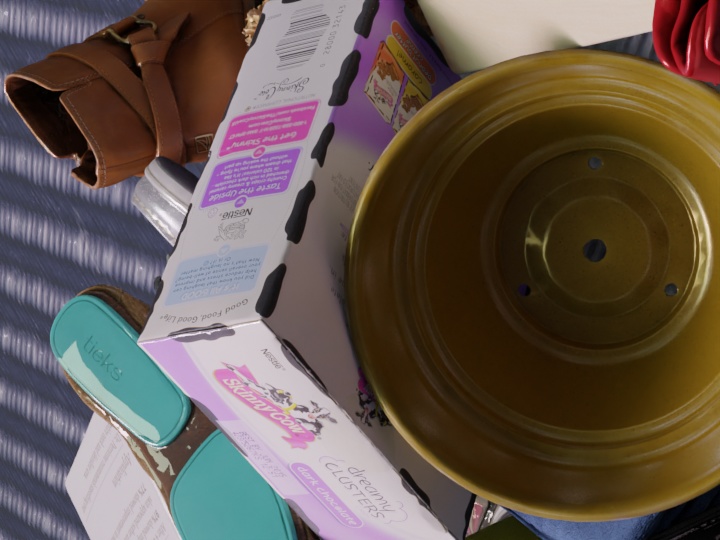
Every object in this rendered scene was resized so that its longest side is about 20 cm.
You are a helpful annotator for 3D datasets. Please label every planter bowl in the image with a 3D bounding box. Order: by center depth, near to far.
[{"bbox_3d":[0.097,-0.001,1.273,0.083,0.200,0.201,-55,-52,-75],"label":"planter bowl"}]

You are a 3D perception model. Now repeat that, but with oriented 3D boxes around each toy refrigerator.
[{"bbox_3d":[0.091,-0.138,1.242,0.076,0.070,0.200,63,159,-8],"label":"toy refrigerator"}]

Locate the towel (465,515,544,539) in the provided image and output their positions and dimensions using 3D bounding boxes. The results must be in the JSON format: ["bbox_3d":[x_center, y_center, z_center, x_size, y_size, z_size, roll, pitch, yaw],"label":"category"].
[{"bbox_3d":[0.075,0.143,1.360,0.086,0.199,0.018,38,142,50],"label":"towel"}]

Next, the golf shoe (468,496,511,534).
[{"bbox_3d":[0.083,0.173,1.478,0.092,0.072,0.201,36,122,50],"label":"golf shoe"}]

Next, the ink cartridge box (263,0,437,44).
[{"bbox_3d":[-0.010,-0.083,1.553,0.199,0.040,0.201,17,127,62],"label":"ink cartridge box"}]

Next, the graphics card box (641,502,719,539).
[{"bbox_3d":[0.182,0.122,1.199,0.200,0.125,0.051,-8,103,66],"label":"graphics card box"}]

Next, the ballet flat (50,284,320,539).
[{"bbox_3d":[-0.068,0.085,1.392,0.200,0.072,0.068,47,109,26],"label":"ballet flat"}]

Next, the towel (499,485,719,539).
[{"bbox_3d":[0.101,0.067,1.373,0.048,0.112,0.200,35,180,-37],"label":"towel"}]

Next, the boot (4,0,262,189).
[{"bbox_3d":[-0.109,-0.112,1.491,0.200,0.154,0.074,37,141,49],"label":"boot"}]

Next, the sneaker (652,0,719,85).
[{"bbox_3d":[0.167,-0.059,1.078,0.201,0.115,0.078,68,157,0],"label":"sneaker"}]

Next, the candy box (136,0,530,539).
[{"bbox_3d":[0.000,0.000,1.333,0.071,0.201,0.168,-10,135,34],"label":"candy box"}]

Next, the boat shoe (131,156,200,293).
[{"bbox_3d":[-0.050,0.033,1.428,0.202,0.065,0.074,54,176,-29],"label":"boat shoe"}]

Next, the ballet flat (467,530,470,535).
[{"bbox_3d":[0.049,0.147,1.552,0.068,0.067,0.201,-80,-6,-70],"label":"ballet flat"}]

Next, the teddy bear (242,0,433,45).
[{"bbox_3d":[-0.025,-0.177,1.417,0.067,0.145,0.200,27,-163,-44],"label":"teddy bear"}]

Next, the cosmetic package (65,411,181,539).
[{"bbox_3d":[-0.043,0.149,1.677,0.201,0.166,0.167,63,157,14],"label":"cosmetic package"}]
